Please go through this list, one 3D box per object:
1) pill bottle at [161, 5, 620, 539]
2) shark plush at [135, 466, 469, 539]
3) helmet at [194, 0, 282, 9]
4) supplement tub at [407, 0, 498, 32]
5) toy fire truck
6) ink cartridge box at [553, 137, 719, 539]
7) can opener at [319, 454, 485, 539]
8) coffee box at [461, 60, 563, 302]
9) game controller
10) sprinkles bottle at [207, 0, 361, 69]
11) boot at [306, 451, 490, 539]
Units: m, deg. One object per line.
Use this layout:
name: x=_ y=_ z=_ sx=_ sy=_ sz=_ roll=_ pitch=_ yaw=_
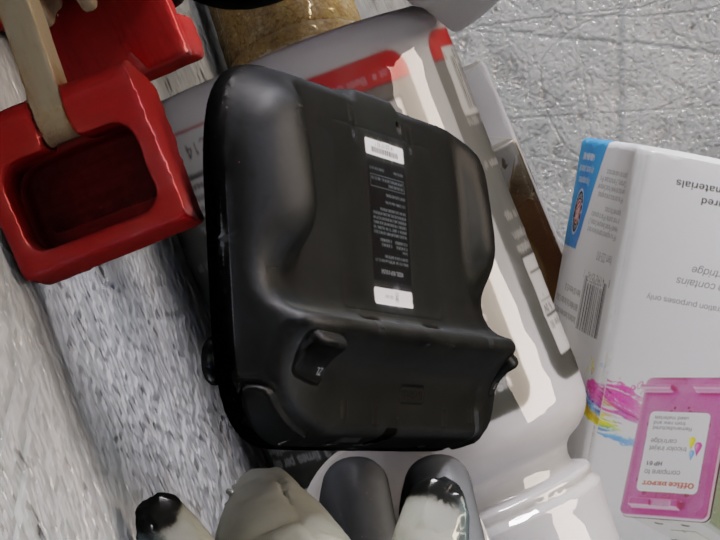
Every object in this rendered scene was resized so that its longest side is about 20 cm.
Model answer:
pill bottle: x=0.009 y=0.020 z=0.974 sx=0.114 sy=0.114 sz=0.201 roll=-29 pitch=98 yaw=-83
shark plush: x=0.000 y=0.140 z=0.757 sx=0.200 sy=0.091 sz=0.083 roll=67 pitch=-25 yaw=23
helmet: x=-0.021 y=-0.203 z=1.079 sx=0.200 sy=0.190 sz=0.201 roll=-22 pitch=90 yaw=-83
supplement tub: x=-0.005 y=-0.187 z=0.915 sx=0.200 sy=0.144 sz=0.144 roll=40 pitch=12 yaw=-9
toy fire truck: x=-0.093 y=-0.098 z=0.796 sx=0.141 sy=0.049 sz=0.201 roll=-5 pitch=73 yaw=-82
ink cartridge box: x=0.115 y=0.056 z=1.081 sx=0.145 sy=0.084 sz=0.201 roll=-134 pitch=-125 yaw=-84
can opener: x=0.020 y=0.140 z=0.811 sx=0.067 sy=0.052 sz=0.200 roll=103 pitch=-18 yaw=-46
coffee box: x=0.041 y=0.029 z=1.202 sx=0.080 sy=0.114 sz=0.200 roll=-107 pitch=174 yaw=-59
game controller: x=0.000 y=0.000 z=0.826 sx=0.200 sy=0.042 sz=0.105 roll=12 pitch=66 yaw=-70
sprinkles bottle: x=-0.053 y=-0.172 z=1.267 sx=0.068 sy=0.068 sz=0.201 roll=52 pitch=18 yaw=-67
boot: x=0.024 y=0.157 z=0.910 sx=0.090 sy=0.072 sz=0.201 roll=70 pitch=8 yaw=-76
